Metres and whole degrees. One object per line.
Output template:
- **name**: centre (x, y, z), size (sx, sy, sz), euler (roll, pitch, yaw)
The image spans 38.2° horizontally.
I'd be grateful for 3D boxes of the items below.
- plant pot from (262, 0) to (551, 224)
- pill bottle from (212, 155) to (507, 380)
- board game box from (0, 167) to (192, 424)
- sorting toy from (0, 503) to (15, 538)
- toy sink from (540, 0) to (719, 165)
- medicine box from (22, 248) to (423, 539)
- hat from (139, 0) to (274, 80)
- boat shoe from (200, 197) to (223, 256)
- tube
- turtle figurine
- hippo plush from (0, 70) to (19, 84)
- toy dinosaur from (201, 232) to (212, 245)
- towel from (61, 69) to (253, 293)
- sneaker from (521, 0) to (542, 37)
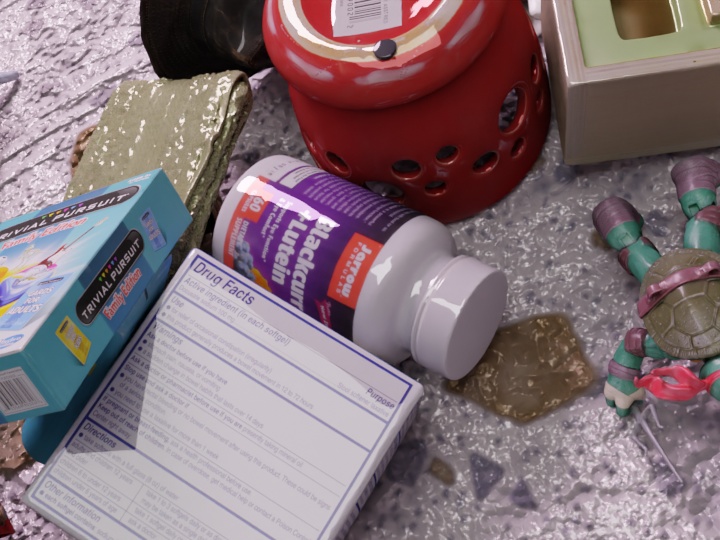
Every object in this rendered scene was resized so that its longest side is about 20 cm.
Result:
- **plant pot**: centre (0.037, -0.160, 0.779), size (0.199, 0.183, 0.202), euler (-6, 63, 12)
- **pill bottle**: centre (0.000, 0.000, 0.750), size (0.199, 0.112, 0.112), euler (25, 74, 27)
- **board game box**: centre (-0.214, 0.020, 0.667), size (0.150, 0.047, 0.200), euler (-15, 30, 24)
- **sorting toy**: centre (-0.288, 0.187, 0.691), size (0.069, 0.199, 0.201), euler (-21, 50, -5)
- **toy sink**: centre (0.236, -0.170, 0.743), size (0.199, 0.112, 0.131), euler (-6, 63, 6)
- **medicine box**: centre (-0.084, 0.122, 0.696), size (0.182, 0.103, 0.201), euler (30, 75, 10)
- **hat**: centre (-0.075, -0.210, 0.839), size (0.201, 0.201, 0.081), euler (-44, 65, -7)
- **boat shoe**: centre (-0.163, -0.072, 0.865), size (0.071, 0.065, 0.200), euler (-45, 60, -7)
- **tube**: centre (-0.186, 0.071, 0.732), size (0.050, 0.200, 0.078), euler (32, 41, -10)
- **turtle figurine**: centre (0.222, 0.026, 0.678), size (0.149, 0.101, 0.201), euler (-16, 55, 10)
- **hippo plush**: centre (-0.440, -0.135, 0.933), size (0.160, 0.159, 0.201), euler (0, 65, 17)
- **toy dinosaur**: centre (-0.189, 0.025, 0.831), size (0.106, 0.060, 0.200), euler (40, 103, 25)
- **towel**: centre (-0.165, -0.063, 0.796), size (0.148, 0.036, 0.201), euler (2, 65, 32)
- **sneaker**: centre (0.104, -0.265, 0.872), size (0.200, 0.070, 0.080), euler (34, 80, 28)
